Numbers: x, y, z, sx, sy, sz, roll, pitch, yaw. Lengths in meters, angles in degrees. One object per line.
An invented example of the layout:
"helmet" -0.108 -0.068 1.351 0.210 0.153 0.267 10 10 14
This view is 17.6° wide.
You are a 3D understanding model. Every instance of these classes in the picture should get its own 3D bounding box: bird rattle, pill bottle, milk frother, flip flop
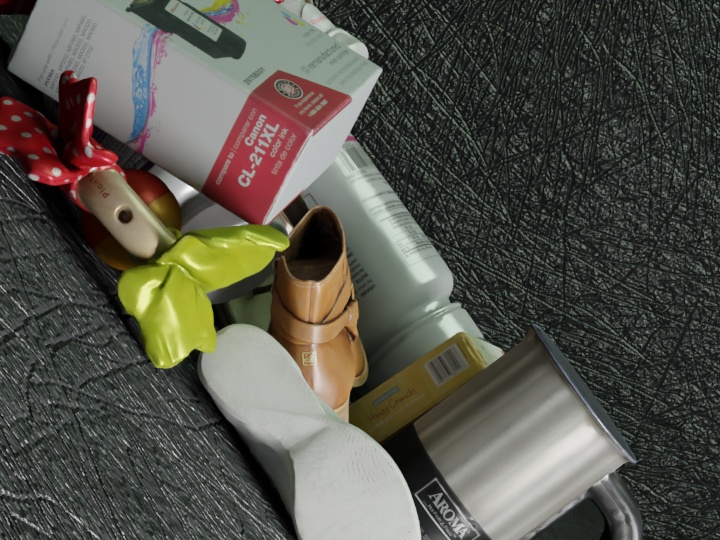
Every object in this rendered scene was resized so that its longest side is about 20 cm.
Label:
"bird rattle" -0.152 -0.032 1.450 0.200 0.113 0.163 39 -6 -1
"pill bottle" 0.000 0.000 1.797 0.200 0.113 0.113 55 6 12
"milk frother" 0.090 0.144 1.638 0.181 0.188 0.200 51 6 -24
"pill bottle" -0.131 -0.076 1.614 0.200 0.112 0.112 55 6 30
"flip flop" -0.061 -0.041 1.702 0.057 0.201 0.081 15 4 25

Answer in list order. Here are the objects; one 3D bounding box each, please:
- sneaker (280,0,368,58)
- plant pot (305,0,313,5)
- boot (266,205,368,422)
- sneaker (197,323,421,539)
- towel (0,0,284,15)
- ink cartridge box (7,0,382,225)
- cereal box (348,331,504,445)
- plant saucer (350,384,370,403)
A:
"sneaker" -0.079 -0.135 1.799 0.099 0.200 0.078 50 31 12
"plant pot" -0.149 -0.186 1.939 0.134 0.201 0.200 15 -17 33
"boot" -0.030 0.021 1.599 0.200 0.073 0.156 -101 -172 -58
"sneaker" -0.027 0.125 1.468 0.200 0.075 0.089 55 -10 16
"towel" -0.169 -0.191 1.675 0.145 0.199 0.023 173 -79 -70
"ink cartridge box" -0.107 -0.131 1.517 0.199 0.083 0.146 32 29 5
"cereal box" 0.042 0.104 1.725 0.040 0.144 0.200 56 7 12
"plant saucer" -0.060 0.038 1.864 0.201 0.039 0.201 52 6 -8
